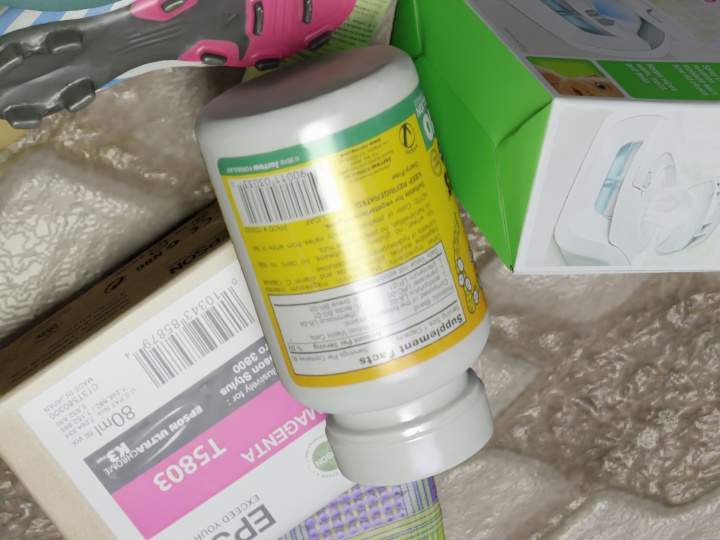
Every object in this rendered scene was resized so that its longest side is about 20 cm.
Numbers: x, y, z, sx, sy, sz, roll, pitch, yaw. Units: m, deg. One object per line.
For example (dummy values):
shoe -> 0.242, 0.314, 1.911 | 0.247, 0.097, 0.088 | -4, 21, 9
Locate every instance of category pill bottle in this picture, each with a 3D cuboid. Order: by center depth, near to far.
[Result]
pill bottle -> 0.000, 0.000, 0.853 | 0.113, 0.113, 0.200 | -20, 107, -8

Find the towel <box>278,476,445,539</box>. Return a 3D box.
towel -> -0.030, 0.112, 1.029 | 0.144, 0.023, 0.200 | -19, 112, -9

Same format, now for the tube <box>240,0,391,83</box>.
tube -> -0.016, -0.135, 0.892 | 0.058, 0.052, 0.200 | -17, 135, -62

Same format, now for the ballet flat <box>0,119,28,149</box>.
ballet flat -> -0.245, -0.091, 0.820 | 0.200, 0.063, 0.069 | 18, 111, -29

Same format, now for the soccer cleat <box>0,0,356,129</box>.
soccer cleat -> -0.103, -0.132, 0.835 | 0.200, 0.086, 0.070 | -17, 136, -16

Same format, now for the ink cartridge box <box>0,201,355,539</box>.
ink cartridge box -> -0.088, 0.073, 0.947 | 0.200, 0.075, 0.165 | -35, 112, -3

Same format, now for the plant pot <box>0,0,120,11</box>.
plant pot -> -0.131, -0.190, 0.743 | 0.200, 0.200, 0.135 | -21, 161, -7

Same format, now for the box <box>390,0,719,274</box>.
box -> 0.128, -0.084, 0.880 | 0.176, 0.200, 0.097 | -1, 121, -19
